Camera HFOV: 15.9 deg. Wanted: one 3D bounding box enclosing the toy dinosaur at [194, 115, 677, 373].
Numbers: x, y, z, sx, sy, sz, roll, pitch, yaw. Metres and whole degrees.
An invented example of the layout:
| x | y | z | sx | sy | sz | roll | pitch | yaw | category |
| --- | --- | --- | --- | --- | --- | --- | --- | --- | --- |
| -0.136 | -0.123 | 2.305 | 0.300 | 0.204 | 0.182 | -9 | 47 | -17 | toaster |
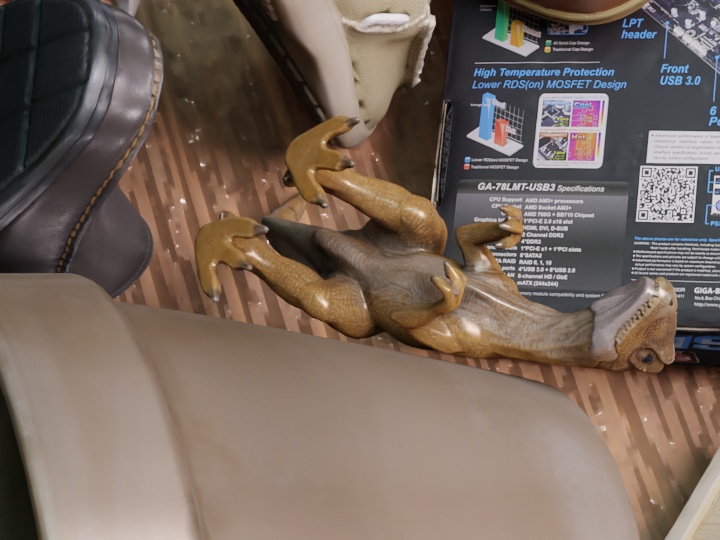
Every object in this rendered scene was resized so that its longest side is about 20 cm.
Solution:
| x | y | z | sx | sy | sz | roll | pitch | yaw | category |
| --- | --- | --- | --- | --- | --- | --- | --- | --- | --- |
| 0.000 | 0.000 | 0.733 | 0.200 | 0.106 | 0.061 | 22 | 82 | 48 | toy dinosaur |

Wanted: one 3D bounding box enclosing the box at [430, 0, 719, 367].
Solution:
| x | y | z | sx | sy | sz | roll | pitch | yaw | category |
| --- | --- | --- | --- | --- | --- | --- | --- | --- | --- |
| 0.126 | -0.070 | 0.798 | 0.199 | 0.050 | 0.199 | 1 | 72 | 17 | box |

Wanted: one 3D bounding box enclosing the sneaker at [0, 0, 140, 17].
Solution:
| x | y | z | sx | sy | sz | roll | pitch | yaw | category |
| --- | --- | --- | --- | --- | --- | --- | --- | --- | --- |
| -0.100 | -0.092 | 0.766 | 0.071 | 0.200 | 0.080 | 28 | 67 | -11 | sneaker |

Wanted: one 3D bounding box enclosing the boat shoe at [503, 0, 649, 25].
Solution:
| x | y | z | sx | sy | sz | roll | pitch | yaw | category |
| --- | --- | --- | --- | --- | --- | --- | --- | --- | --- |
| 0.026 | -0.159 | 0.797 | 0.072 | 0.068 | 0.200 | -35 | 65 | 3 | boat shoe |

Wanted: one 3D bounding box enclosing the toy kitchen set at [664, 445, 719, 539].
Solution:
| x | y | z | sx | sy | sz | roll | pitch | yaw | category |
| --- | --- | --- | --- | --- | --- | --- | --- | --- | --- |
| 0.183 | 0.162 | 0.716 | 0.200 | 0.181 | 0.163 | 4 | 50 | 46 | toy kitchen set |

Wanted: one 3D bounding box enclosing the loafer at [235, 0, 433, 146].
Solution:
| x | y | z | sx | sy | sz | roll | pitch | yaw | category |
| --- | --- | --- | --- | --- | --- | --- | --- | --- | --- |
| -0.004 | -0.094 | 0.759 | 0.068 | 0.200 | 0.076 | -34 | 78 | -1 | loafer |

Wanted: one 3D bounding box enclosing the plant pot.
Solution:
| x | y | z | sx | sy | sz | roll | pitch | yaw | category |
| --- | --- | --- | --- | --- | --- | --- | --- | --- | --- |
| -0.025 | 0.094 | 0.695 | 0.173 | 0.200 | 0.200 | -5 | 62 | -23 | plant pot |

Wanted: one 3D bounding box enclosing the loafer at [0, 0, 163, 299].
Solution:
| x | y | z | sx | sy | sz | roll | pitch | yaw | category |
| --- | --- | --- | --- | --- | --- | --- | --- | --- | --- |
| -0.091 | -0.020 | 0.731 | 0.072 | 0.200 | 0.073 | 15 | 67 | -22 | loafer |
